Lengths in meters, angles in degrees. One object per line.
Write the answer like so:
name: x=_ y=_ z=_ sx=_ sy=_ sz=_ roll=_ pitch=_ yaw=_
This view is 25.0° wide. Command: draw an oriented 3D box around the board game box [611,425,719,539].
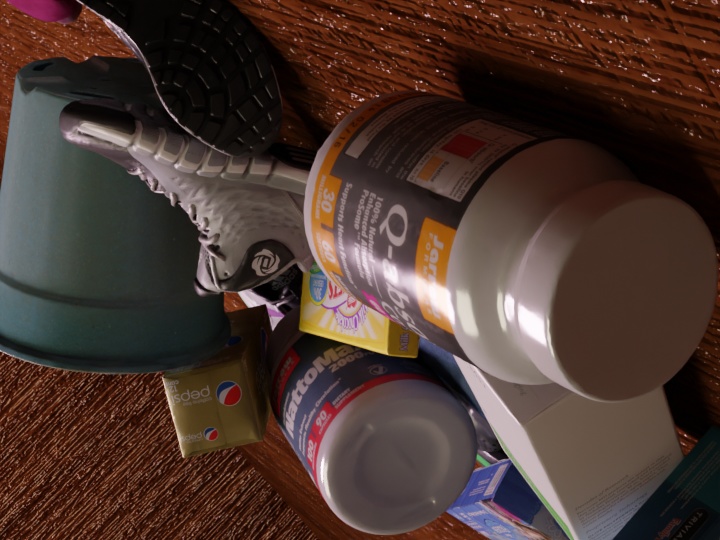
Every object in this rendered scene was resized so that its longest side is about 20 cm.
board game box: x=0.207 y=0.209 z=0.969 sx=0.047 sy=0.151 sz=0.200 roll=32 pitch=163 yaw=45

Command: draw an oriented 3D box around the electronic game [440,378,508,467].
electronic game: x=0.088 y=0.116 z=1.321 sx=0.200 sy=0.042 sz=0.200 roll=42 pitch=168 yaw=11

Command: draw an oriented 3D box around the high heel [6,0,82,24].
high heel: x=-0.308 y=-0.267 z=1.292 sx=0.200 sy=0.067 sz=0.096 roll=30 pitch=178 yaw=-1

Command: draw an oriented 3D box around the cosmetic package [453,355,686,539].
cosmetic package: x=0.118 y=0.073 z=0.924 sx=0.108 sy=0.085 sz=0.200 roll=54 pitch=178 yaw=37

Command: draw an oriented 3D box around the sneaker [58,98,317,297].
sneaker: x=-0.116 y=-0.040 z=1.100 sx=0.200 sy=0.116 sz=0.075 roll=15 pitch=-164 yaw=-11

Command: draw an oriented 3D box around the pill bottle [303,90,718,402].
pill bottle: x=0.066 y=-0.014 z=0.769 sx=0.116 sy=0.116 sz=0.200 roll=52 pitch=166 yaw=-32

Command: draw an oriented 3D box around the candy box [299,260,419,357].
candy box: x=0.000 y=0.000 z=1.105 sx=0.026 sy=0.102 sz=0.200 roll=3 pitch=-179 yaw=-19

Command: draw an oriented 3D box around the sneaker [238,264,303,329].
sneaker: x=-0.055 y=0.024 z=1.404 sx=0.200 sy=0.078 sz=0.140 roll=39 pitch=168 yaw=24

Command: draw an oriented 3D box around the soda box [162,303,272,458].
soda box: x=-0.106 y=0.084 z=1.293 sx=0.200 sy=0.064 sz=0.068 roll=-77 pitch=-25 yaw=-79

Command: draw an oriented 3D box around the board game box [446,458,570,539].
board game box: x=0.176 y=0.221 z=1.278 sx=0.199 sy=0.043 sz=0.200 roll=31 pitch=168 yaw=0

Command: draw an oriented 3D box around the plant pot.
plant pot: x=-0.188 y=-0.050 z=1.218 sx=0.200 sy=0.200 sz=0.196 roll=31 pitch=121 yaw=48

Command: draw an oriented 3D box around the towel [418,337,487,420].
towel: x=0.100 y=0.071 z=1.112 sx=0.200 sy=0.049 sz=0.112 roll=43 pitch=167 yaw=15

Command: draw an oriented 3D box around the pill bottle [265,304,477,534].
pill bottle: x=-0.003 y=0.100 z=1.219 sx=0.120 sy=0.120 sz=0.200 roll=51 pitch=178 yaw=-29

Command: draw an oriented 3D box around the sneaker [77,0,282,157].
sneaker: x=-0.121 y=-0.159 z=1.071 sx=0.200 sy=0.076 sz=0.088 roll=49 pitch=-177 yaw=-1
